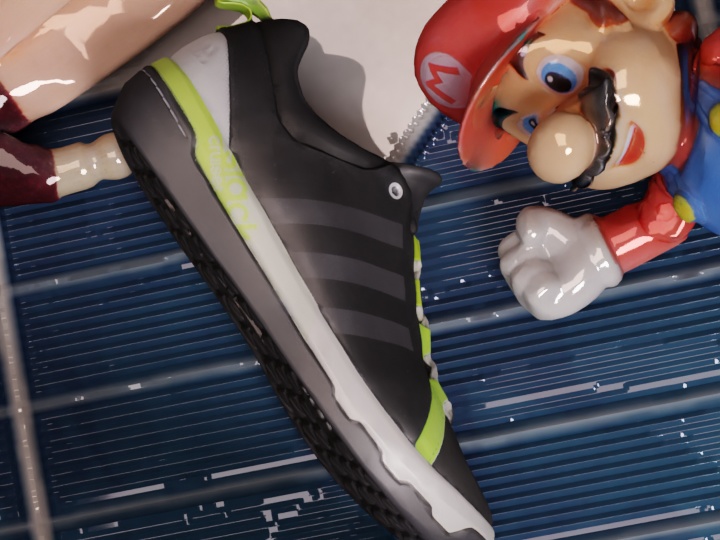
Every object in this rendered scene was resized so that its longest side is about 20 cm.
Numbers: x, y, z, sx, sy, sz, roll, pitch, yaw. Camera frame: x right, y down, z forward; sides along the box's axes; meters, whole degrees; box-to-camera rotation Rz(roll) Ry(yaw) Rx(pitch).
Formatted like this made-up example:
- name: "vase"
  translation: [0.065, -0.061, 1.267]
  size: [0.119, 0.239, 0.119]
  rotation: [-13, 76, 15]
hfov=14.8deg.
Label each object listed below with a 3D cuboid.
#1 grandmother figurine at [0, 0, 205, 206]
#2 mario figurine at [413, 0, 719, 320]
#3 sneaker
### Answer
- name: "grandmother figurine"
  translation: [-0.128, -0.072, 0.938]
  size: [0.200, 0.061, 0.121]
  rotation: [-41, 71, 3]
- name: "mario figurine"
  translation: [0.107, -0.030, 0.864]
  size: [0.200, 0.106, 0.123]
  rotation: [23, 91, 10]
- name: "sneaker"
  translation: [0.000, 0.000, 0.897]
  size: [0.083, 0.072, 0.200]
  rotation: [-33, 92, -11]
